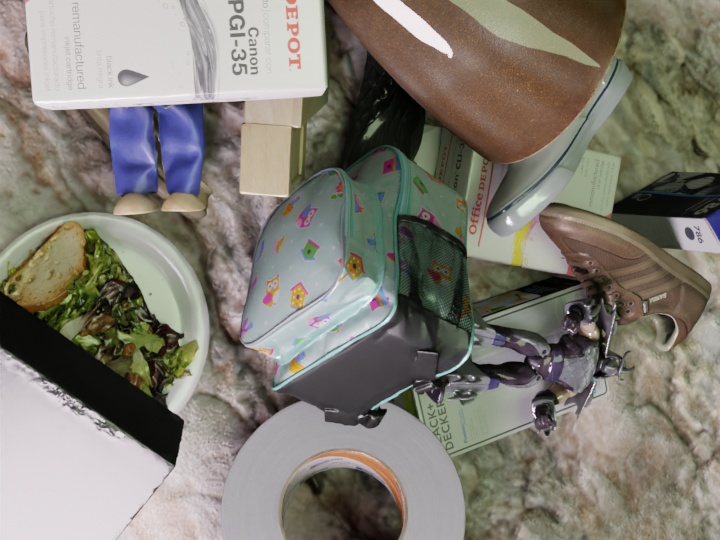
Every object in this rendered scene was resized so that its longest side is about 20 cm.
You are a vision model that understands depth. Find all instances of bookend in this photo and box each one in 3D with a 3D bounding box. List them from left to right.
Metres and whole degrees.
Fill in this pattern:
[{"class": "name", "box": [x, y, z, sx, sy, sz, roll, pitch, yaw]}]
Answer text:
[{"class": "bookend", "box": [-0.273, 0.148, 1.086, 0.199, 0.092, 0.200, 36, 101, -12]}]

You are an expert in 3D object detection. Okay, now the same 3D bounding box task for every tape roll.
[{"class": "tape roll", "box": [-0.015, 0.206, 1.190, 0.200, 0.066, 0.201, 1, 70, -2]}]

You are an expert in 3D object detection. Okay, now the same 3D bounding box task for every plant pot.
[{"class": "plant pot", "box": [0.072, -0.210, 1.127, 0.200, 0.187, 0.187, 26, 84, -29]}]

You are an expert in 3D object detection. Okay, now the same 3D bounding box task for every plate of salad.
[{"class": "plate of salad", "box": [-0.212, 0.054, 1.145, 0.200, 0.048, 0.201, -3, 96, -26]}]

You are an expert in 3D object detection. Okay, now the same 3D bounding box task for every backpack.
[{"class": "backpack", "box": [0.000, 0.000, 1.155, 0.153, 0.176, 0.200, 33, 45, -21]}]

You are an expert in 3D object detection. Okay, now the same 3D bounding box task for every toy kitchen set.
[{"class": "toy kitchen set", "box": [-0.121, -0.177, 1.151, 0.180, 0.163, 0.200, 5, 104, 6]}]

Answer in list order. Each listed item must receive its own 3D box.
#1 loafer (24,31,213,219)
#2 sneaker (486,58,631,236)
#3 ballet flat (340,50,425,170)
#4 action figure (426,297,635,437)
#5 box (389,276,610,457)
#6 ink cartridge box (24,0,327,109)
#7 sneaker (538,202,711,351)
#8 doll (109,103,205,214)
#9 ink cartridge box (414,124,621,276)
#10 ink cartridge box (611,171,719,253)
[{"class": "loafer", "box": [-0.177, -0.125, 1.128, 0.067, 0.076, 0.200, -43, 111, -9]}, {"class": "sneaker", "box": [0.153, -0.118, 1.216, 0.071, 0.073, 0.200, 41, 65, -13]}, {"class": "ballet flat", "box": [0.022, -0.146, 1.244, 0.066, 0.057, 0.200, 12, 96, -33]}, {"class": "action figure", "box": [0.151, 0.080, 1.240, 0.200, 0.069, 0.130, 6, 105, -21]}, {"class": "box", "box": [0.121, 0.089, 1.302, 0.200, 0.060, 0.117, -16, 102, -23]}, {"class": "ink cartridge box", "box": [-0.124, -0.189, 0.982, 0.199, 0.083, 0.147, -4, 95, -3]}, {"class": "sneaker", "box": [0.231, 0.008, 1.269, 0.200, 0.070, 0.076, 27, 85, -26]}, {"class": "doll", "box": [-0.147, -0.144, 1.053, 0.136, 0.048, 0.201, -2, 97, 18]}, {"class": "ink cartridge box", "box": [0.127, -0.064, 1.285, 0.200, 0.067, 0.117, 8, 91, -26]}, {"class": "ink cartridge box", "box": [0.316, -0.054, 1.304, 0.099, 0.200, 0.039, -27, 107, -22]}]
